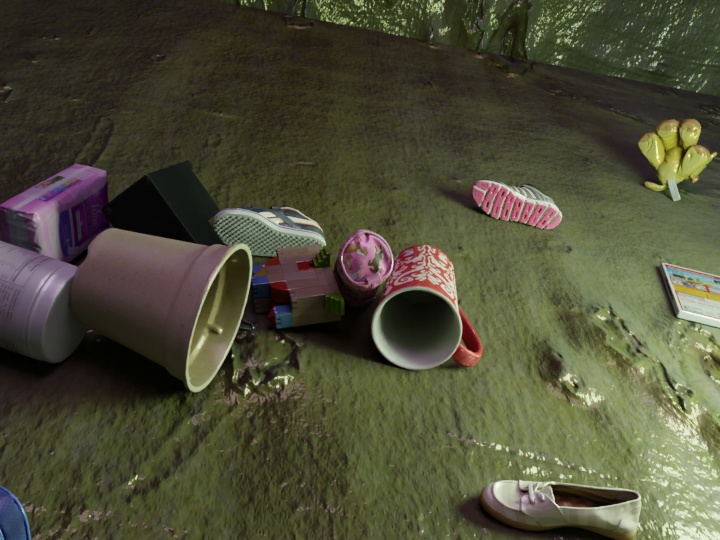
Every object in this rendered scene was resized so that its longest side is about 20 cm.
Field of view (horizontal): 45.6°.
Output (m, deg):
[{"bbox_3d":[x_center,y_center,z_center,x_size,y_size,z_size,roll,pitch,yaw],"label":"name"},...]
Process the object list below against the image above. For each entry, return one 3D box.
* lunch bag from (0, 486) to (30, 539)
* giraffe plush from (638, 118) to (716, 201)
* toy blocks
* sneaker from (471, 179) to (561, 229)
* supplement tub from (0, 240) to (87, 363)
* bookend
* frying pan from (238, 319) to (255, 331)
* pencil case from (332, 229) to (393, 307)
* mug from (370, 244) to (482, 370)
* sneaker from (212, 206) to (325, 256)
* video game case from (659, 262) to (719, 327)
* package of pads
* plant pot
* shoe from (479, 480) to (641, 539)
[{"bbox_3d":[-0.349,0.249,0.703,0.135,0.201,0.132,20,26,24],"label":"lunch bag"},{"bbox_3d":[0.818,-0.283,2.171,0.172,0.201,0.162,4,11,42],"label":"giraffe plush"},{"bbox_3d":[-0.112,0.024,1.334,0.136,0.100,0.200,-8,33,-12],"label":"toy blocks"},{"bbox_3d":[0.331,-0.150,1.833,0.199,0.074,0.088,17,29,-2],"label":"sneaker"},{"bbox_3d":[-0.466,0.031,1.118,0.199,0.133,0.132,18,29,8],"label":"supplement tub"},{"bbox_3d":[-0.274,-0.056,1.335,0.199,0.092,0.200,55,13,-8],"label":"bookend"},{"bbox_3d":[-0.254,0.048,1.232,0.189,0.031,0.116,-5,67,-26],"label":"frying pan"},{"bbox_3d":[0.000,0.000,1.312,0.086,0.083,0.200,35,-13,3],"label":"pencil case"},{"bbox_3d":[0.099,0.065,1.335,0.133,0.178,0.200,-21,20,14],"label":"mug"},{"bbox_3d":[-0.158,-0.070,1.484,0.199,0.079,0.080,16,31,-17],"label":"sneaker"},{"bbox_3d":[0.666,0.052,1.661,0.142,0.018,0.200,14,29,2],"label":"video game case"},{"bbox_3d":[-0.467,-0.075,1.319,0.075,0.121,0.200,13,28,12],"label":"package of pads"},{"bbox_3d":[-0.265,0.035,1.119,0.183,0.201,0.201,17,29,8],"label":"plant pot"},{"bbox_3d":[0.245,0.279,1.042,0.199,0.054,0.070,10,28,-5],"label":"shoe"}]
